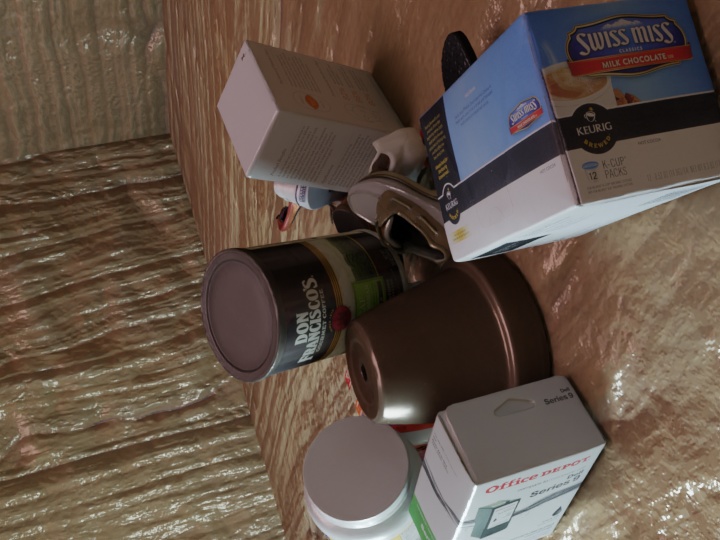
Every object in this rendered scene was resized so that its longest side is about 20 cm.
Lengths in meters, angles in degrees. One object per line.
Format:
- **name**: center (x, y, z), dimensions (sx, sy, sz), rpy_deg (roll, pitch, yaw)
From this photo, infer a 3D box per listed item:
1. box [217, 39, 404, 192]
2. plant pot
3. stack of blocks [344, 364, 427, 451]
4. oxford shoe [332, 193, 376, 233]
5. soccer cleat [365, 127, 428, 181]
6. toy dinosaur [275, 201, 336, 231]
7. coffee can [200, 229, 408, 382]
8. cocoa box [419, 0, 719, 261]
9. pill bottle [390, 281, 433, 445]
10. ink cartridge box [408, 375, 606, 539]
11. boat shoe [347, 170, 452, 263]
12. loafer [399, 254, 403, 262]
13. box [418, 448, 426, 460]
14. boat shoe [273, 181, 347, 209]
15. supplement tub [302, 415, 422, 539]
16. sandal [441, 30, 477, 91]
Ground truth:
- **box**: center (-0.063, -0.195, 1.040), dimensions (0.107, 0.199, 0.153), rpy_deg (-57, 43, 35)
- **plant pot**: center (0.080, 0.088, 0.870), dimensions (0.200, 0.174, 0.201), rpy_deg (168, 90, -73)
- **stack of blocks**: center (0.038, 0.219, 1.274), dimensions (0.115, 0.058, 0.201), rpy_deg (102, 151, -52)
- **oxford shoe**: center (0.008, -0.050, 1.200), dimensions (0.071, 0.071, 0.200), rpy_deg (21, 150, 17)
- **soccer cleat**: center (0.039, -0.099, 1.026), dimensions (0.201, 0.077, 0.069), rpy_deg (97, 154, -47)
- **toy dinosaur**: center (-0.102, -0.151, 1.304), dimensions (0.182, 0.200, 0.105), rpy_deg (-52, 47, 8)
- **coffee can**: center (-0.062, 0.034, 0.926), dimensions (0.146, 0.199, 0.147), rpy_deg (12, 107, 44)
- **cocoa box**: center (0.148, -0.097, 0.598), dimensions (0.200, 0.133, 0.132), rpy_deg (149, 109, -72)
- **pill bottle**: center (0.064, 0.120, 1.039), dimensions (0.112, 0.112, 0.201), rpy_deg (165, 92, -72)
- **ink cartridge box**: center (0.140, 0.210, 0.806), dimensions (0.201, 0.145, 0.084), rpy_deg (97, 154, -48)
- **boat shoe**: center (0.048, -0.061, 0.920), dimensions (0.199, 0.068, 0.075), rpy_deg (18, 145, 46)
- **loafer**: center (0.000, 0.000, 1.082), dimensions (0.200, 0.073, 0.072), rpy_deg (-157, 66, -66)
- **box**: center (0.079, 0.337, 1.167), dimensions (0.200, 0.095, 0.100), rpy_deg (111, 144, -60)
- **boat shoe**: center (-0.055, -0.130, 1.145), dimensions (0.200, 0.065, 0.074), rpy_deg (-13, -64, -66)
- **supplement tub**: center (0.013, 0.274, 0.966), dimensions (0.200, 0.145, 0.146), rpy_deg (70, 175, -54)
- **sandal**: center (0.136, -0.140, 0.774), dimensions (0.201, 0.045, 0.075), rpy_deg (63, 167, 0)
